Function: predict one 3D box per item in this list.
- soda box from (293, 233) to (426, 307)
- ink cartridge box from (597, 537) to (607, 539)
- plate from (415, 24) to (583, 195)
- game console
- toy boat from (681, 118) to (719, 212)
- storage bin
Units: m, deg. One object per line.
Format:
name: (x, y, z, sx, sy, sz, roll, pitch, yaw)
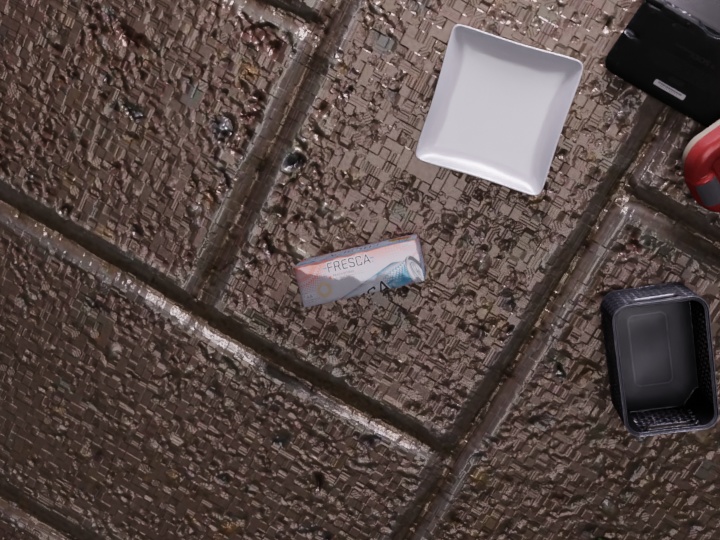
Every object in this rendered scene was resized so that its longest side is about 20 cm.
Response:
soda box: (0.000, 0.000, 1.140, 0.197, 0.064, 0.069, -13, 100, 11)
ink cartridge box: (0.428, 0.563, 1.194, 0.146, 0.076, 0.203, 17, 105, 3)
plate: (0.201, -0.234, 1.080, 0.197, 0.032, 0.202, 17, 103, 4)
game console: (0.477, -0.331, 1.029, 0.198, 0.117, 0.177, 30, 134, 1)
toy boat: (0.548, -0.152, 0.985, 0.199, 0.131, 0.131, -37, 122, 14)
storage bin: (0.443, 0.131, 1.092, 0.133, 0.094, 0.203, -9, 100, 10)
